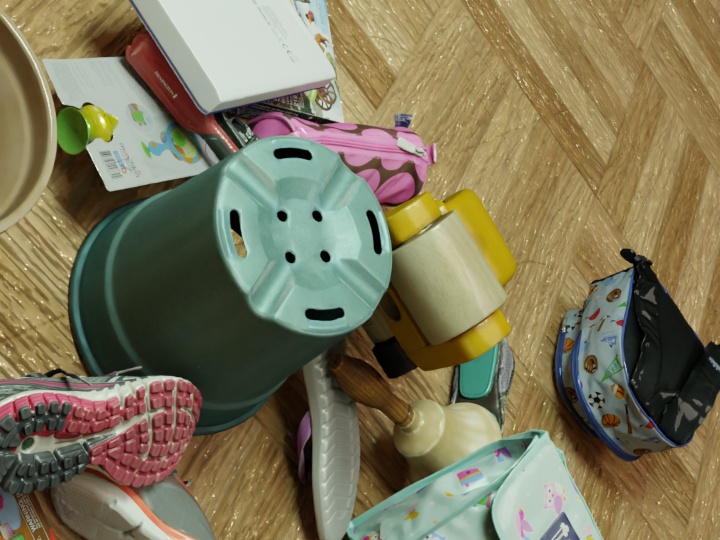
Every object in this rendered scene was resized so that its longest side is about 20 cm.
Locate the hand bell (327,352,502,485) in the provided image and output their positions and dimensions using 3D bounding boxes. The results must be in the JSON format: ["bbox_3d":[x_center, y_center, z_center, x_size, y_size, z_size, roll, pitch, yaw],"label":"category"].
[{"bbox_3d":[0.033,0.125,1.098,0.200,0.103,0.105,40,46,-43],"label":"hand bell"}]

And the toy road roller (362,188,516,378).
[{"bbox_3d":[0.069,-0.006,1.011,0.145,0.200,0.124,-34,95,-21],"label":"toy road roller"}]

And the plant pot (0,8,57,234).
[{"bbox_3d":[-0.311,-0.101,0.834,0.200,0.092,0.203,22,58,-41],"label":"plant pot"}]

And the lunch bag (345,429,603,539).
[{"bbox_3d":[0.113,0.252,1.075,0.171,0.199,0.122,60,-1,-13],"label":"lunch bag"}]

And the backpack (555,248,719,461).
[{"bbox_3d":[0.308,0.113,1.411,0.200,0.154,0.191,45,36,-18],"label":"backpack"}]

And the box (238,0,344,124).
[{"bbox_3d":[-0.087,-0.238,1.197,0.136,0.037,0.202,7,68,-48],"label":"box"}]

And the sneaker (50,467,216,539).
[{"bbox_3d":[-0.136,0.189,0.925,0.200,0.077,0.082,49,37,-24],"label":"sneaker"}]

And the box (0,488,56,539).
[{"bbox_3d":[-0.272,0.169,0.800,0.137,0.039,0.202,-30,97,-51],"label":"box"}]

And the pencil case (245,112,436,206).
[{"bbox_3d":[-0.021,-0.105,1.170,0.199,0.093,0.092,-4,91,-48],"label":"pencil case"}]

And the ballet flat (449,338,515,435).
[{"bbox_3d":[0.119,0.149,1.245,0.072,0.072,0.202,42,47,-29],"label":"ballet flat"}]

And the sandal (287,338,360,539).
[{"bbox_3d":[-0.036,0.134,1.079,0.082,0.049,0.205,-11,99,-66],"label":"sandal"}]

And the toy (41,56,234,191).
[{"bbox_3d":[-0.177,-0.119,1.027,0.116,0.047,0.200,61,28,6],"label":"toy"}]

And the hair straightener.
[{"bbox_3d":[-0.108,-0.124,1.041,0.200,0.041,0.077,47,29,-6],"label":"hair straightener"}]

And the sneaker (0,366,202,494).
[{"bbox_3d":[-0.187,0.097,0.844,0.199,0.074,0.081,10,101,-53],"label":"sneaker"}]

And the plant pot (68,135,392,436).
[{"bbox_3d":[-0.089,0.005,0.934,0.199,0.196,0.202,14,65,-31],"label":"plant pot"}]

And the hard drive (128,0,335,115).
[{"bbox_3d":[-0.108,-0.205,1.066,0.133,0.025,0.200,57,29,3],"label":"hard drive"}]
